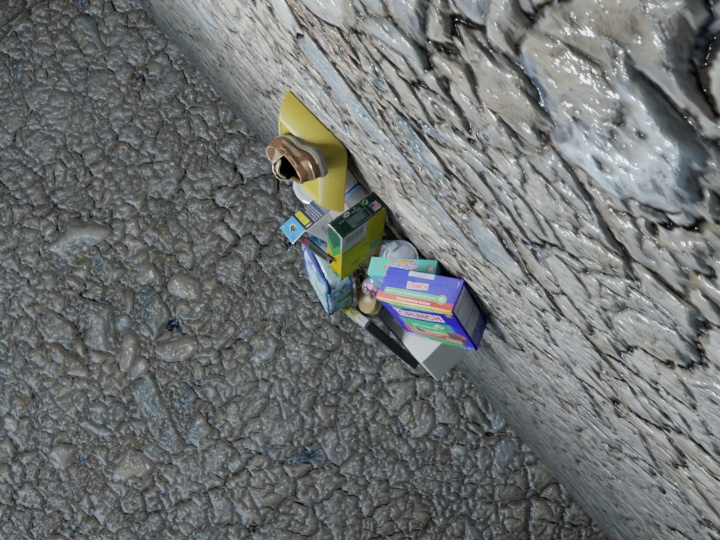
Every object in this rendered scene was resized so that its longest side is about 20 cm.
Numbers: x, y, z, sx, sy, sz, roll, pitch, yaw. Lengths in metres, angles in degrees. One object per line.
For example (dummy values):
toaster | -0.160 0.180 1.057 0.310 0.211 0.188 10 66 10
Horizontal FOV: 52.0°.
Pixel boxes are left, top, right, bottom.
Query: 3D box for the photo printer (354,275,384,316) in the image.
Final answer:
photo printer | 0.052 0.037 1.962 0.199 0.069 0.169 4 -101 -59

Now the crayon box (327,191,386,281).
crayon box | -0.011 -0.069 1.601 0.051 0.126 0.201 46 159 19

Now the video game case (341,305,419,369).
video game case | 0.040 0.158 1.867 0.200 0.026 0.180 42 175 -32

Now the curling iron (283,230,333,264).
curling iron | -0.117 -0.048 1.665 0.025 0.050 0.199 13 -172 -40

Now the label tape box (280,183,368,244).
label tape box | -0.077 -0.122 1.681 0.066 0.199 0.143 51 177 -24

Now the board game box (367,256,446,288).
board game box | 0.120 0.037 1.596 0.150 0.046 0.200 5 156 24

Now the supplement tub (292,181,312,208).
supplement tub | -0.091 -0.187 1.895 0.123 0.122 0.200 47 178 20

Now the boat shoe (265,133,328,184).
boat shoe | -0.142 -0.216 1.447 0.199 0.071 0.076 25 142 53

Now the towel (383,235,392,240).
towel | -0.035 -0.098 1.897 0.198 0.024 0.152 22 162 -28

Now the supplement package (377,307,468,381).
supplement package | 0.158 0.155 1.864 0.200 0.120 0.121 45 177 41

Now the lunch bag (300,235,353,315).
lunch bag | -0.081 0.004 1.776 0.200 0.082 0.162 89 156 -68

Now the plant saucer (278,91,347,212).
plant saucer | -0.108 -0.232 1.516 0.200 0.048 0.201 48 155 23

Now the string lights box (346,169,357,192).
string lights box | -0.085 -0.238 1.690 0.103 0.059 0.200 49 177 -25

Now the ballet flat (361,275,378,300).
ballet flat | 0.096 0.054 1.749 0.198 0.070 0.071 21 151 -30

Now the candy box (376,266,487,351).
candy box | 0.149 0.079 1.496 0.167 0.078 0.200 11 157 30

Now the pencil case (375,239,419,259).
pencil case | 0.083 -0.030 1.718 0.200 0.082 0.092 -148 36 -84

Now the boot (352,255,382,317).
boot | 0.000 0.000 1.792 0.155 0.072 0.203 40 -132 -62
